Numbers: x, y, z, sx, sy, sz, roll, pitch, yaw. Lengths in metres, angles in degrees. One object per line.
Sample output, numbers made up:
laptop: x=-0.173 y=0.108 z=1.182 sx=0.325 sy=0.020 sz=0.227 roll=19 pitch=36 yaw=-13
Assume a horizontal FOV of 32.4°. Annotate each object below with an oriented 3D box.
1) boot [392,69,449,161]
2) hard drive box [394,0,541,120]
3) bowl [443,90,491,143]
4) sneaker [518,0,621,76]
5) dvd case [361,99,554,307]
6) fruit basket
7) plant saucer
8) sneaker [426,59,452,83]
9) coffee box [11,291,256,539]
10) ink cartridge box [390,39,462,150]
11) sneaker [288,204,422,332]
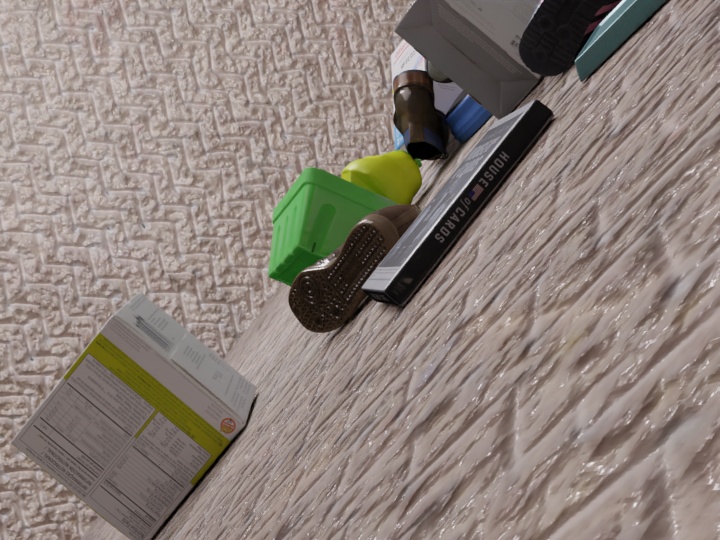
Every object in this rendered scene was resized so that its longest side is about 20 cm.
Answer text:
boot: x=0.079 y=-0.169 z=1.622 sx=0.200 sy=0.074 sz=0.098 roll=60 pitch=-154 yaw=-63
hard drive box: x=0.151 y=-0.285 z=1.369 sx=0.077 sy=0.156 sz=0.200 roll=-47 pitch=5 yaw=47
bowl: x=0.177 y=-0.251 z=1.569 sx=0.201 sy=0.039 sz=0.201 roll=-51 pitch=4 yaw=5
sneaker: x=0.213 y=-0.269 z=1.124 sx=0.200 sy=0.070 sz=0.082 roll=-49 pitch=5 yaw=46
dvd case: x=0.079 y=-0.054 z=1.060 sx=0.201 sy=0.025 sz=0.150 roll=-52 pitch=5 yaw=-5
fruit basket: x=-0.015 y=-0.077 z=1.515 sx=0.216 sy=0.154 sz=0.217 roll=-157 pitch=90 yaw=-79
plant saucer: x=0.231 y=-0.221 z=0.942 sx=0.070 sy=0.019 sz=0.200 roll=-54 pitch=7 yaw=-37
sneaker: x=0.144 y=-0.288 z=1.607 sx=0.200 sy=0.075 sz=0.080 roll=-46 pitch=-13 yaw=-39
coffee box: x=-0.267 y=0.176 z=1.506 sx=0.198 sy=0.200 sz=0.200 roll=-50 pitch=4 yaw=5
ink cartridge box: x=0.096 y=-0.280 z=1.779 sx=0.115 sy=0.067 sz=0.202 roll=138 pitch=135 yaw=-59
sneaker: x=0.000 y=0.000 z=1.260 sx=0.075 sy=0.071 sz=0.200 roll=-29 pitch=-7 yaw=-40
